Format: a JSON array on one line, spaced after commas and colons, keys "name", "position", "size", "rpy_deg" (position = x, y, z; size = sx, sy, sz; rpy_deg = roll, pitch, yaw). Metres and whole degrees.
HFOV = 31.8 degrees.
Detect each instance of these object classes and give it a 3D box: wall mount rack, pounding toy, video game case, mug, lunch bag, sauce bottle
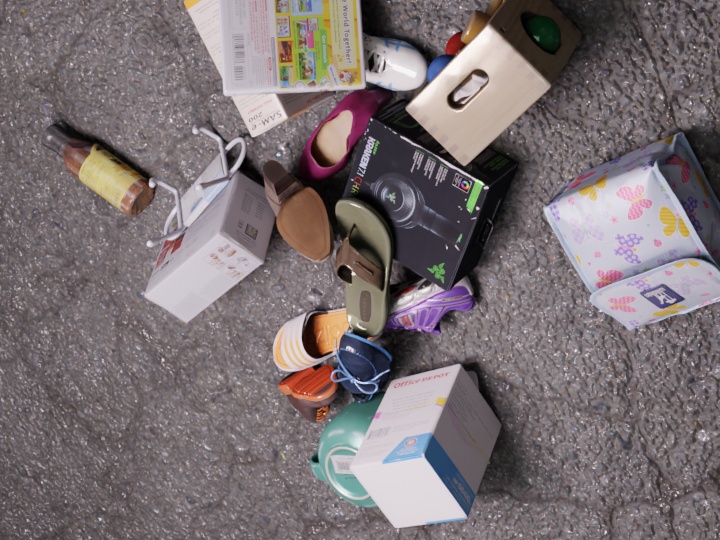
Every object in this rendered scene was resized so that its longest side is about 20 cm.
[{"name": "wall mount rack", "position": [-0.245, -0.113, 1.812], "size": [0.074, 0.174, 0.200], "rpy_deg": [29, 118, -31]}, {"name": "pounding toy", "position": [0.162, -0.268, 1.490], "size": [0.142, 0.184, 0.200], "rpy_deg": [43, 129, -6]}, {"name": "video game case", "position": [-0.089, -0.326, 1.604], "size": [0.181, 0.023, 0.201], "rpy_deg": [-4, 85, -5]}, {"name": "mug", "position": [0.007, 0.283, 1.871], "size": [0.152, 0.114, 0.185], "rpy_deg": [39, 127, 12]}, {"name": "lunch bag", "position": [0.343, -0.034, 1.502], "size": [0.169, 0.127, 0.201], "rpy_deg": [-21, 106, 40]}, {"name": "sauce bottle", "position": [-0.413, -0.162, 1.972], "size": [0.200, 0.066, 0.066], "rpy_deg": [36, 126, 13]}]

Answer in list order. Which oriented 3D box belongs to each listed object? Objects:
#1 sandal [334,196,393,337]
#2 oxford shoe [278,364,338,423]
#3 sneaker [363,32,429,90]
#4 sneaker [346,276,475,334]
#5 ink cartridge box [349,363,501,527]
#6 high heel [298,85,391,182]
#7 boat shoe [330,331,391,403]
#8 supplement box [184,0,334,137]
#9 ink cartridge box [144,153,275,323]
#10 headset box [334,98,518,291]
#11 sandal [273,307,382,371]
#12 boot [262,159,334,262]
[{"name": "sandal", "position": [0.001, 0.001, 1.666], "size": [0.079, 0.057, 0.202], "rpy_deg": [8, 115, 32]}, {"name": "oxford shoe", "position": [-0.062, 0.185, 1.862], "size": [0.073, 0.071, 0.200], "rpy_deg": [59, 167, -8]}, {"name": "sneaker", "position": [-0.004, -0.279, 1.648], "size": [0.199, 0.072, 0.072], "rpy_deg": [23, 120, 21]}, {"name": "sneaker", "position": [0.068, 0.062, 1.748], "size": [0.199, 0.081, 0.084], "rpy_deg": [-23, 109, 29]}, {"name": "ink cartridge box", "position": [0.098, 0.234, 1.750], "size": [0.128, 0.200, 0.126], "rpy_deg": [-16, 120, 37]}, {"name": "high heel", "position": [-0.043, -0.176, 1.703], "size": [0.067, 0.096, 0.200], "rpy_deg": [46, 128, 6]}, {"name": "boat shoe", "position": [0.007, 0.144, 1.771], "size": [0.084, 0.069, 0.200], "rpy_deg": [23, 165, 22]}, {"name": "supplement box", "position": [-0.133, -0.295, 1.689], "size": [0.073, 0.126, 0.201], "rpy_deg": [-22, 98, 37]}, {"name": "ink cartridge box", "position": [-0.213, -0.049, 1.863], "size": [0.084, 0.176, 0.200], "rpy_deg": [34, 133, -24]}, {"name": "headset box", "position": [0.090, -0.096, 1.657], "size": [0.199, 0.093, 0.175], "rpy_deg": [32, 126, 16]}, {"name": "sandal", "position": [-0.062, 0.092, 1.853], "size": [0.206, 0.059, 0.080], "rpy_deg": [-21, 77, 34]}, {"name": "boot", "position": [-0.073, -0.062, 1.737], "size": [0.070, 0.146, 0.201], "rpy_deg": [-29, 60, 0]}]
